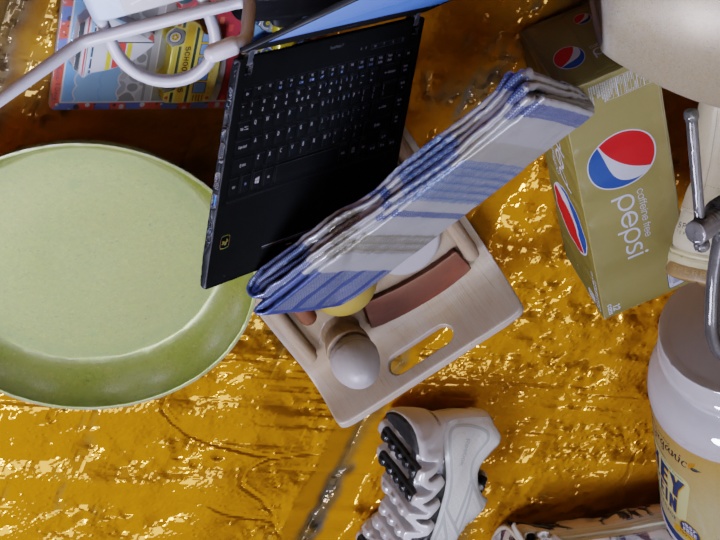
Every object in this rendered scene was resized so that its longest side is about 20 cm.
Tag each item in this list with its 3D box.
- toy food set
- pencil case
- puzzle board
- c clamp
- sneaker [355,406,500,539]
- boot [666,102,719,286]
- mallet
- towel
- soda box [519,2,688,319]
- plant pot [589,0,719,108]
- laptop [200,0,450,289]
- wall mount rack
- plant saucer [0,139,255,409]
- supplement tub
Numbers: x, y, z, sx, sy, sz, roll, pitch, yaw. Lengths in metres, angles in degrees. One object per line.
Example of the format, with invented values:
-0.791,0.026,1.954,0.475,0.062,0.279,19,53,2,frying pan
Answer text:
0.000,0.000,1.260,0.143,0.061,0.200,-33,133,5,toy food set
0.196,0.210,1.532,0.198,0.078,0.090,-9,147,-18,pencil case
-0.083,-0.169,1.104,0.150,0.017,0.201,-4,130,-23,puzzle board
0.253,-0.033,1.225,0.199,0.027,0.172,-22,120,-44,c clamp
0.048,0.175,1.440,0.081,0.075,0.201,-12,134,-28,sneaker
0.257,-0.080,1.298,0.199,0.072,0.157,-16,114,-53,boot
-0.034,-0.094,1.145,0.065,0.041,0.201,-17,130,-15,mallet
0.036,-0.042,1.138,0.200,0.024,0.147,-38,169,17,towel
0.152,-0.068,1.269,0.064,0.068,0.201,-22,135,-5,soda box
0.191,-0.175,1.120,0.133,0.201,0.201,-7,134,2,plant pot
0.018,-0.085,1.081,0.177,0.103,0.202,-20,127,-53,laptop
-0.153,-0.151,1.035,0.172,0.075,0.201,-14,126,12,wall mount rack
-0.158,-0.002,1.181,0.198,0.031,0.201,-3,132,-3,plant saucer
0.273,0.105,1.427,0.143,0.145,0.201,-21,135,-7,supplement tub
